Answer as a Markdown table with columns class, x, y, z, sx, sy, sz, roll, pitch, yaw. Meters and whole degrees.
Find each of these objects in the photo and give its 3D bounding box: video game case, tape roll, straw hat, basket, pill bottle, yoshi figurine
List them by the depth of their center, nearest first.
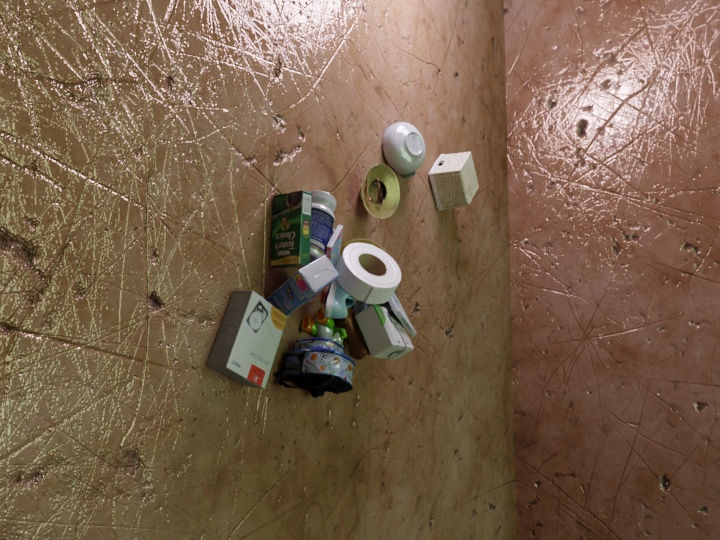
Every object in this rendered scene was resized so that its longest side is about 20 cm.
| class | x | y | z | sx | sy | sz | roll | pitch | yaw |
| --- | --- | --- | --- | --- | --- | --- | --- | --- | --- |
| pill bottle | -0.138 | -0.124 | 1.582 | 0.116 | 0.114 | 0.204 | 41 | 55 | -49 |
| video game case | -0.087 | -0.018 | 1.632 | 0.144 | 0.017 | 0.203 | -68 | 168 | -57 |
| tape roll | 0.024 | 0.007 | 1.650 | 0.202 | 0.201 | 0.071 | -35 | 159 | -53 |
| yoshi figurine | -0.098 | 0.214 | 1.656 | 0.113 | 0.111 | 0.201 | -56 | 138 | -21 |
| video game case | 0.117 | 0.110 | 1.849 | 0.183 | 0.022 | 0.202 | 52 | 8 | -50 |
| straw hat | 0.045 | -0.277 | 1.912 | 0.199 | 0.084 | 0.206 | -1 | 91 | -45 |
| basket | 0.431 | -0.411 | 2.469 | 0.199 | 0.158 | 0.203 | -55 | 135 | -44 |

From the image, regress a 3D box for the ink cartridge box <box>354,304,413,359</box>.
| class | x | y | z | sx | sy | sz | roll | pitch | yaw |
| --- | --- | --- | --- | --- | --- | --- | --- | --- | --- |
| ink cartridge box | 0.080 | 0.203 | 1.741 | 0.199 | 0.083 | 0.147 | 24 | 37 | -63 |

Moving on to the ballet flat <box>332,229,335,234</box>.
| class | x | y | z | sx | sy | sz | roll | pitch | yaw |
| --- | --- | --- | --- | --- | --- | --- | --- | --- | --- |
| ballet flat | -0.113 | -0.100 | 1.667 | 0.067 | 0.066 | 0.204 | 42 | 54 | -48 |

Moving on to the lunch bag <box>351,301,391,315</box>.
| class | x | y | z | sx | sy | sz | roll | pitch | yaw |
| --- | --- | --- | --- | --- | --- | --- | --- | --- | --- |
| lunch bag | 0.042 | 0.155 | 1.903 | 0.199 | 0.074 | 0.164 | 3 | 84 | -57 |

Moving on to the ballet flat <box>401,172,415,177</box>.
| class | x | y | z | sx | sy | sz | roll | pitch | yaw |
| --- | --- | --- | --- | --- | --- | --- | --- | --- | --- |
| ballet flat | 0.218 | -0.472 | 2.213 | 0.074 | 0.073 | 0.204 | 35 | 60 | -52 |

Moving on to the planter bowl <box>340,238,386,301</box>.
| class | x | y | z | sx | sy | sz | roll | pitch | yaw |
| --- | --- | --- | --- | --- | --- | --- | --- | --- | --- |
| planter bowl | 0.000 | 0.000 | 1.790 | 0.083 | 0.196 | 0.205 | 154 | -64 | -86 |

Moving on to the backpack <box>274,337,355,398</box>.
| class | x | y | z | sx | sy | sz | roll | pitch | yaw |
| --- | --- | --- | --- | --- | --- | --- | --- | --- | --- |
| backpack | -0.110 | 0.281 | 1.545 | 0.199 | 0.187 | 0.157 | 36 | 59 | -50 |

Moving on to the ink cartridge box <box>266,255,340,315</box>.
| class | x | y | z | sx | sy | sz | roll | pitch | yaw |
| --- | --- | --- | --- | --- | --- | --- | --- | --- | --- |
| ink cartridge box | -0.168 | 0.055 | 1.489 | 0.077 | 0.199 | 0.136 | 55 | 36 | 1 |

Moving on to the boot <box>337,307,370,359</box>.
| class | x | y | z | sx | sy | sz | roll | pitch | yaw |
| --- | --- | --- | --- | --- | --- | --- | --- | --- | --- |
| boot | -0.029 | 0.176 | 1.710 | 0.201 | 0.075 | 0.157 | -110 | 180 | -60 |

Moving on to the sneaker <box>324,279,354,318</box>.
| class | x | y | z | sx | sy | sz | roll | pitch | yaw |
| --- | --- | --- | --- | --- | --- | --- | --- | --- | --- |
| sneaker | -0.056 | 0.082 | 1.627 | 0.202 | 0.080 | 0.075 | -78 | 180 | -53 |

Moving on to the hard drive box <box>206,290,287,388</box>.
| class | x | y | z | sx | sy | sz | roll | pitch | yaw |
| --- | --- | --- | --- | --- | --- | --- | --- | --- | --- |
| hard drive box | -0.284 | 0.177 | 1.374 | 0.156 | 0.076 | 0.204 | 44 | 54 | -48 |

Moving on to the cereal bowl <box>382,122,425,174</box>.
| class | x | y | z | sx | sy | sz | roll | pitch | yaw |
| --- | --- | --- | --- | --- | --- | --- | --- | --- | --- |
| cereal bowl | 0.183 | -0.481 | 2.089 | 0.197 | 0.083 | 0.205 | 6 | 81 | -38 |

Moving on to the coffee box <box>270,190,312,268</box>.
| class | x | y | z | sx | sy | sz | roll | pitch | yaw |
| --- | --- | --- | --- | --- | --- | --- | --- | --- | --- |
| coffee box | -0.192 | -0.112 | 1.485 | 0.044 | 0.121 | 0.205 | 10 | 81 | -51 |
